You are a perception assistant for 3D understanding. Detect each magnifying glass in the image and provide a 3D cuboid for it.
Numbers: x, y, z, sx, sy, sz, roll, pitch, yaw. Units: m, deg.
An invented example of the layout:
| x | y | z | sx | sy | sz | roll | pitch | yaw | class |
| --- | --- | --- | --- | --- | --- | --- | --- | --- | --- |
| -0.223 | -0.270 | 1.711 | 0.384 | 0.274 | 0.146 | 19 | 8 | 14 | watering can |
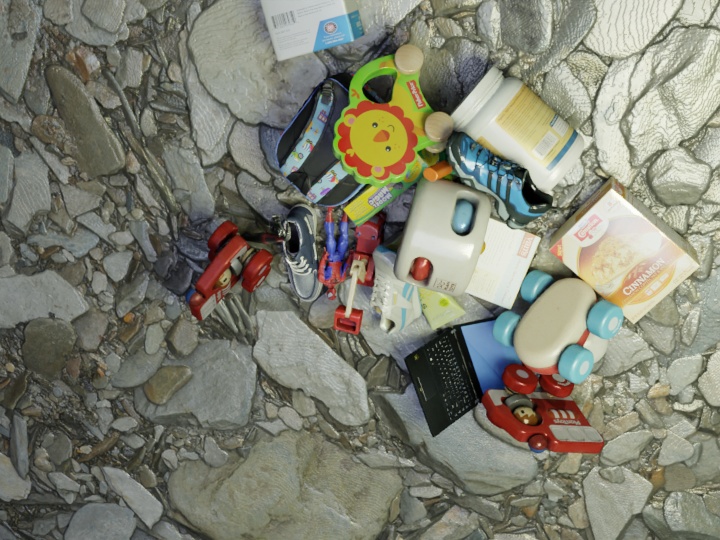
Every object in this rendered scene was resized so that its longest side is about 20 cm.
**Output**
| x | y | z | sx | sy | sz | roll | pitch | yaw | class |
| --- | --- | --- | --- | --- | --- | --- | --- | --- | --- |
| 0.150 | -0.175 | 1.404 | 0.079 | 0.200 | 0.022 | 35 | 115 | 13 | magnifying glass |

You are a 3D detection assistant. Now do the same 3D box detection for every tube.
| x | y | z | sx | sy | sz | roll | pitch | yaw | class |
| --- | --- | --- | --- | --- | --- | --- | --- | --- | --- |
| 0.115 | 0.019 | 1.583 | 0.200 | 0.052 | 0.058 | 55 | 158 | -14 | tube |

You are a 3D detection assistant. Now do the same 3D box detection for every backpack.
| x | y | z | sx | sy | sz | roll | pitch | yaw | class |
| --- | --- | --- | --- | --- | --- | --- | --- | --- | --- |
| -0.041 | -0.222 | 1.475 | 0.182 | 0.135 | 0.200 | 42 | 116 | -4 | backpack |

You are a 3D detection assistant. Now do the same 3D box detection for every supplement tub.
| x | y | z | sx | sy | sz | roll | pitch | yaw | class |
| --- | --- | --- | --- | --- | --- | --- | --- | --- | --- |
| 0.252 | -0.224 | 1.384 | 0.200 | 0.145 | 0.145 | 41 | 117 | -4 | supplement tub |

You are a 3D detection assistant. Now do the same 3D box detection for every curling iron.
| x | y | z | sx | sy | sz | roll | pitch | yaw | class |
| --- | --- | --- | --- | --- | --- | --- | --- | --- | --- |
| -0.177 | -0.071 | 1.581 | 0.200 | 0.025 | 0.050 | -9 | 94 | 63 | curling iron |

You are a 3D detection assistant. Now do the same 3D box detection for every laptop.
| x | y | z | sx | sy | sz | roll | pitch | yaw | class |
| --- | --- | --- | --- | --- | --- | --- | --- | --- | --- |
| 0.210 | 0.202 | 1.599 | 0.103 | 0.199 | 0.178 | 5 | 120 | 56 | laptop |

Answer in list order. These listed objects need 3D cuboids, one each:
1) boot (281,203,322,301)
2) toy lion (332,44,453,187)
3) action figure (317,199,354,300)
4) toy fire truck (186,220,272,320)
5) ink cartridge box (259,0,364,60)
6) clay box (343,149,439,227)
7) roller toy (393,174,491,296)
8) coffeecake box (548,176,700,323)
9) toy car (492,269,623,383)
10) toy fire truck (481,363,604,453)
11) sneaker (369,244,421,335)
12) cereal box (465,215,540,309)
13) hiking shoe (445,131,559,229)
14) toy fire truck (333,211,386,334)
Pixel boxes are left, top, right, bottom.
| x | y | z | sx | sy | sz | roll | pitch | yaw | class |
| --- | --- | --- | --- | --- | --- | --- | --- | --- | --- |
| -0.120 | -0.021 | 1.607 | 0.072 | 0.090 | 0.201 | 1 | 112 | 16 | boot |
| 0.039 | -0.241 | 1.356 | 0.191 | 0.069 | 0.201 | -20 | 80 | -7 | toy lion |
| -0.047 | -0.035 | 1.598 | 0.065 | 0.052 | 0.201 | -6 | 119 | -25 | action figure |
| -0.261 | 0.012 | 1.588 | 0.112 | 0.200 | 0.168 | 38 | 74 | 3 | toy fire truck |
| -0.092 | -0.473 | 1.412 | 0.144 | 0.084 | 0.201 | -9 | 110 | 20 | ink cartridge box |
| 0.068 | -0.166 | 1.479 | 0.200 | 0.115 | 0.048 | -36 | 100 | 26 | clay box |
| 0.140 | -0.053 | 1.401 | 0.139 | 0.183 | 0.201 | 16 | 105 | 1 | roller toy |
| 0.452 | -0.035 | 1.448 | 0.200 | 0.073 | 0.154 | 40 | 118 | -2 | coffeecake box |
| 0.373 | 0.128 | 1.493 | 0.177 | 0.184 | 0.200 | -54 | 133 | -8 | toy car |
| 0.330 | 0.268 | 1.540 | 0.199 | 0.168 | 0.113 | 7 | 118 | -23 | toy fire truck |
| 0.057 | 0.038 | 1.545 | 0.076 | 0.081 | 0.201 | 33 | 153 | 42 | sneaker |
| 0.206 | -0.032 | 1.515 | 0.199 | 0.040 | 0.145 | 22 | 104 | 0 | cereal box |
| 0.220 | -0.153 | 1.313 | 0.200 | 0.075 | 0.087 | 40 | 141 | -21 | hiking shoe |
| 0.000 | 0.000 | 1.554 | 0.048 | 0.141 | 0.201 | 13 | 115 | 10 | toy fire truck |
